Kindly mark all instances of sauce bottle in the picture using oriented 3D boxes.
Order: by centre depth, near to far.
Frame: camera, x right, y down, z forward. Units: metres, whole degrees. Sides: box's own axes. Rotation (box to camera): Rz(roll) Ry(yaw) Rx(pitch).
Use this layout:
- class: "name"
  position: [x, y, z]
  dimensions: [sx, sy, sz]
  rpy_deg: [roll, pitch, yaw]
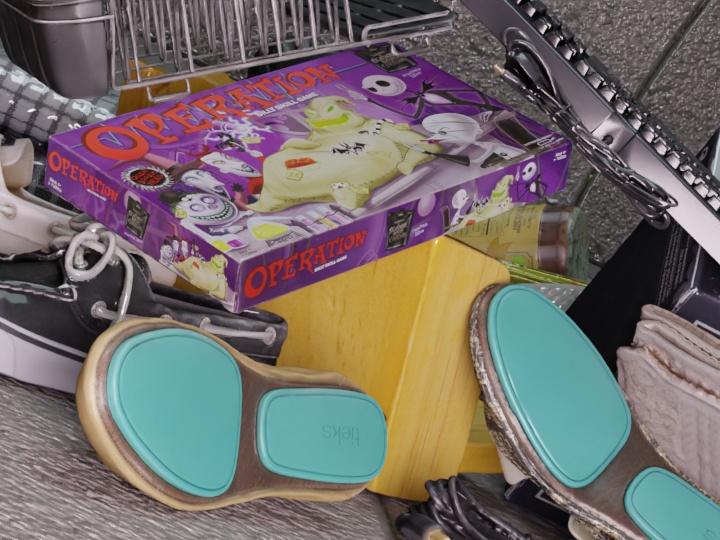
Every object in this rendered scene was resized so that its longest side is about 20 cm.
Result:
- class: "sauce bottle"
  position: [0.040, -0.006, 1.545]
  dimensions: [0.199, 0.065, 0.065]
  rpy_deg: [-2, -3, 18]

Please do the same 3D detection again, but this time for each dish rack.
- class: "dish rack"
  position: [-0.061, -0.119, 1.119]
  dimensions: [0.199, 0.055, 0.153]
  rpy_deg: [-11, 16, -17]

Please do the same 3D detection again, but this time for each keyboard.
- class: "keyboard"
  position: [0.116, -0.063, 1.109]
  dimensions: [0.200, 0.021, 0.127]
  rpy_deg: [45, 21, 3]

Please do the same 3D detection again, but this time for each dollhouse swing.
- class: "dollhouse swing"
  position: [0.000, 0.000, 1.214]
  dimensions: [0.200, 0.183, 0.175]
  rpy_deg: [31, 28, 34]

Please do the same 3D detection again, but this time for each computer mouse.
- class: "computer mouse"
  position: [0.095, 0.133, 1.016]
  dimensions: [0.140, 0.046, 0.200]
  rpy_deg: [27, 6, -23]

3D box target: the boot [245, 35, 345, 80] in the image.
- class: "boot"
  position: [-0.027, -0.079, 1.351]
  dimensions: [0.079, 0.212, 0.158]
  rpy_deg: [12, 48, -4]

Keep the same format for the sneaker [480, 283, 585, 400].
- class: "sneaker"
  position: [0.056, 0.061, 1.430]
  dimensions: [0.199, 0.073, 0.115]
  rpy_deg: [10, -40, 27]

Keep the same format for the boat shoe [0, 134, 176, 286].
- class: "boat shoe"
  position: [-0.174, -0.033, 1.136]
  dimensions: [0.199, 0.070, 0.071]
  rpy_deg: [28, 6, 2]

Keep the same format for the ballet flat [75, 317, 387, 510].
- class: "ballet flat"
  position: [-0.062, 0.061, 0.960]
  dimensions: [0.063, 0.069, 0.200]
  rpy_deg: [-2, -13, 31]

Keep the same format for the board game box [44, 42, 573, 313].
- class: "board game box"
  position: [-0.019, -0.045, 1.053]
  dimensions: [0.120, 0.032, 0.199]
  rpy_deg: [27, 34, 36]

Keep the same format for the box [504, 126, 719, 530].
- class: "box"
  position: [0.208, 0.063, 1.255]
  dimensions: [0.199, 0.199, 0.124]
  rpy_deg: [26, 47, -10]

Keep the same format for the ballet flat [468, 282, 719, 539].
- class: "ballet flat"
  position: [0.108, 0.096, 1.126]
  dimensions: [0.200, 0.068, 0.075]
  rpy_deg: [47, -34, 1]

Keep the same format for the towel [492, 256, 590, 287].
- class: "towel"
  position: [0.087, 0.035, 1.498]
  dimensions: [0.199, 0.086, 0.018]
  rpy_deg: [15, 31, -16]

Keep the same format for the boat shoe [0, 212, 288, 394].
- class: "boat shoe"
  position: [-0.112, 0.013, 1.024]
  dimensions: [0.199, 0.068, 0.074]
  rpy_deg: [23, 7, -32]

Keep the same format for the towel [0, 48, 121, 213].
- class: "towel"
  position: [-0.160, -0.062, 1.380]
  dimensions: [0.165, 0.086, 0.200]
  rpy_deg: [21, 4, -2]

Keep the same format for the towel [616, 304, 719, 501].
- class: "towel"
  position: [0.177, 0.112, 1.155]
  dimensions: [0.132, 0.034, 0.201]
  rpy_deg: [33, -29, 36]
